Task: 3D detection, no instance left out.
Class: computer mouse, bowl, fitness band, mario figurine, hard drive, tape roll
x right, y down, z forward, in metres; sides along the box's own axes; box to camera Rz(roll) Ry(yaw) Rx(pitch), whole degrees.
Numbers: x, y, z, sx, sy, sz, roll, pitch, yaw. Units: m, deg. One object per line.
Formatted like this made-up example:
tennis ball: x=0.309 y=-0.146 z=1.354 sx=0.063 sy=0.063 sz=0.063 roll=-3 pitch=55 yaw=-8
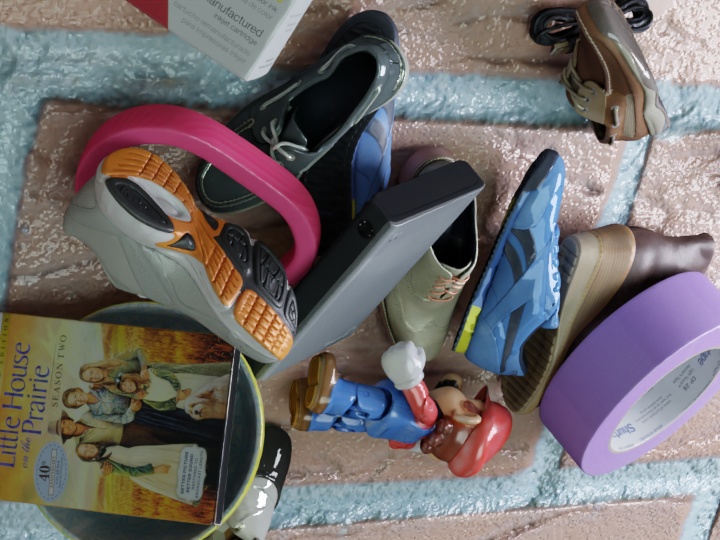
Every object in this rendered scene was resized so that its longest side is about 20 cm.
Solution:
computer mouse: x=0.182 y=-0.270 z=1.418 sx=0.109 sy=0.044 sz=0.201 roll=-16 pitch=129 yaw=-11
bowl: x=-0.167 y=0.130 z=1.429 sx=0.200 sy=0.201 sz=0.108 roll=-40 pitch=170 yaw=1
fitness band: x=-0.124 y=-0.046 z=1.353 sx=0.199 sy=0.038 sz=0.143 roll=33 pitch=129 yaw=-23
mario figurine: x=0.040 y=0.111 z=1.545 sx=0.198 sy=0.123 sz=0.107 roll=15 pitch=93 yaw=-19
hard drive: x=0.000 y=0.000 z=1.411 sx=0.139 sy=0.033 sz=0.200 roll=-25 pitch=161 yaw=-52
tape roll: x=0.258 y=0.094 z=1.599 sx=0.199 sy=0.066 sz=0.201 roll=-32 pitch=154 yaw=-18

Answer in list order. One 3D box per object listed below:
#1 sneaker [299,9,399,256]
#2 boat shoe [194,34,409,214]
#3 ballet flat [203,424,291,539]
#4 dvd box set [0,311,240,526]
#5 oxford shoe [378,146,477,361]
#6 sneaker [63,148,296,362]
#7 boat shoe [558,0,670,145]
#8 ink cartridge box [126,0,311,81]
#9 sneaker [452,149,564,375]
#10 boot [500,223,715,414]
sneaker: x=-0.004 y=-0.110 z=1.419 sx=0.078 sy=0.065 sz=0.202 roll=-17 pitch=122 yaw=-65
boat shoe: x=-0.053 y=-0.112 z=1.355 sx=0.199 sy=0.062 sz=0.073 roll=-34 pitch=87 yaw=13
ballet flat: x=-0.119 y=0.229 z=1.547 sx=0.068 sy=0.068 sz=0.201 roll=31 pitch=101 yaw=-35
dvd box set: x=-0.197 y=0.113 z=1.365 sx=0.198 sy=0.029 sz=0.148 roll=6 pitch=84 yaw=8
oxford shoe: x=0.060 y=0.001 z=1.495 sx=0.070 sy=0.074 sz=0.202 roll=-12 pitch=123 yaw=-22
sneaker: x=-0.134 y=-0.001 z=1.320 sx=0.200 sy=0.076 sz=0.092 roll=45 pitch=133 yaw=-15
boat shoe: x=0.201 y=-0.153 z=1.445 sx=0.071 sy=0.076 sz=0.200 roll=-25 pitch=151 yaw=10
ink cartridge box: x=-0.079 y=-0.258 z=1.234 sx=0.145 sy=0.083 sz=0.201 roll=33 pitch=103 yaw=0
sneaker: x=0.147 y=-0.004 z=1.514 sx=0.078 sy=0.066 sz=0.202 roll=22 pitch=109 yaw=5
boot: x=0.226 y=0.048 z=1.606 sx=0.165 sy=0.073 sz=0.201 roll=1 pitch=125 yaw=-33
